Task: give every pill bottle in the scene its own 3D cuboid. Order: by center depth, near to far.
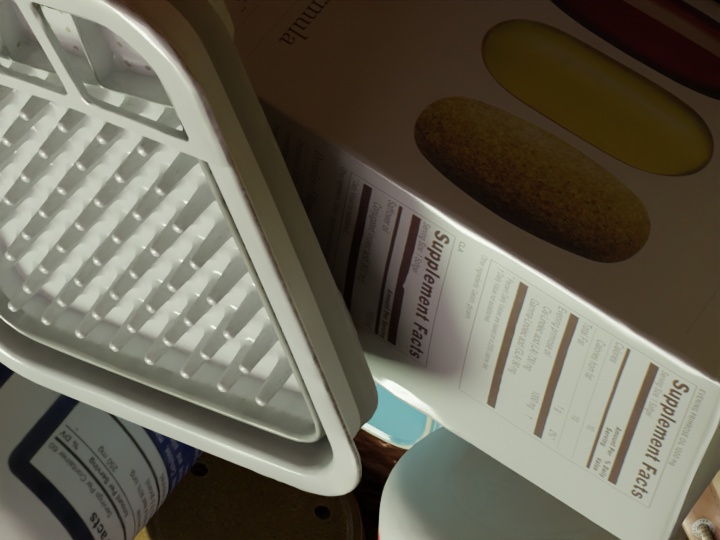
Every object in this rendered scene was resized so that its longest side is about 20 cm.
[{"bbox_3d":[0.059,0.157,1.032,0.112,0.112,0.200,23,127,29],"label":"pill bottle"},{"bbox_3d":[-0.129,0.067,1.090,0.111,0.200,0.111,30,152,18],"label":"pill bottle"}]

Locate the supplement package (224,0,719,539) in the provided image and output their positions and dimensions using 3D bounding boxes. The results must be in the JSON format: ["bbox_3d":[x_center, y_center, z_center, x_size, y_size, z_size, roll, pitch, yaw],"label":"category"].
[{"bbox_3d":[0.040,-0.030,0.827,0.200,0.114,0.110,32,152,13],"label":"supplement package"}]

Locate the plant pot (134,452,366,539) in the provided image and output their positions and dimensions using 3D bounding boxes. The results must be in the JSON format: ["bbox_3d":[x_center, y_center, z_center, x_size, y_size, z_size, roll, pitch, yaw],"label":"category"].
[{"bbox_3d":[-0.068,0.162,1.213,0.186,0.186,0.200,33,140,12],"label":"plant pot"}]

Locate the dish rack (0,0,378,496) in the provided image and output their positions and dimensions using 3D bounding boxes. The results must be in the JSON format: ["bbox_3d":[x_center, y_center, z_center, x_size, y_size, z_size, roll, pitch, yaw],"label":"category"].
[{"bbox_3d":[-0.076,-0.030,0.800,0.171,0.044,0.200,18,145,35],"label":"dish rack"}]

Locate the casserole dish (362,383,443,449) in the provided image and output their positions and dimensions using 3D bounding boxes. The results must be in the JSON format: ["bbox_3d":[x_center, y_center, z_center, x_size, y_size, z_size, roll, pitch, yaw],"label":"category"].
[{"bbox_3d":[0.000,0.000,1.008,0.121,0.039,0.200,30,151,16],"label":"casserole dish"}]

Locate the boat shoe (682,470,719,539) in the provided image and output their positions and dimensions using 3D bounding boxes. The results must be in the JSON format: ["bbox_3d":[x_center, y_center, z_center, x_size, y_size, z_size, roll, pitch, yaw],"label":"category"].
[{"bbox_3d":[0.147,0.117,0.942,0.072,0.076,0.200,-17,122,8],"label":"boat shoe"}]
